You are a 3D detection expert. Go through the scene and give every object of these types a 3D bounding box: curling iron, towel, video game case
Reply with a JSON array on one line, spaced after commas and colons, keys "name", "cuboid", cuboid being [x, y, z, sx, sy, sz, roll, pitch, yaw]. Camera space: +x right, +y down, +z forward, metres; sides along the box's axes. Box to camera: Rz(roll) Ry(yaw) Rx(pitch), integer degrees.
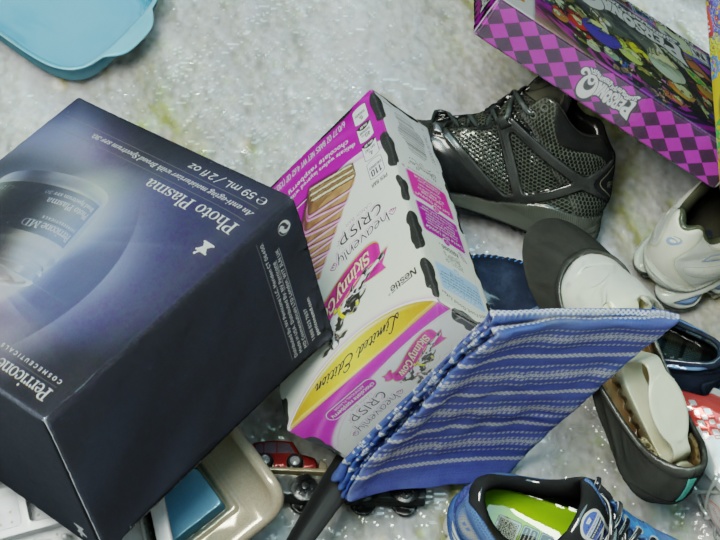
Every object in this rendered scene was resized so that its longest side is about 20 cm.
[{"name": "curling iron", "cuboid": [-0.009, 0.115, 1.047, 0.049, 0.026, 0.201, 5, 50, 28]}, {"name": "towel", "cuboid": [0.084, 0.083, 0.979, 0.143, 0.200, 0.024, -1, 57, -34]}, {"name": "video game case", "cuboid": [0.168, -0.157, 1.134, 0.199, 0.036, 0.182, 31, 27, -12]}]

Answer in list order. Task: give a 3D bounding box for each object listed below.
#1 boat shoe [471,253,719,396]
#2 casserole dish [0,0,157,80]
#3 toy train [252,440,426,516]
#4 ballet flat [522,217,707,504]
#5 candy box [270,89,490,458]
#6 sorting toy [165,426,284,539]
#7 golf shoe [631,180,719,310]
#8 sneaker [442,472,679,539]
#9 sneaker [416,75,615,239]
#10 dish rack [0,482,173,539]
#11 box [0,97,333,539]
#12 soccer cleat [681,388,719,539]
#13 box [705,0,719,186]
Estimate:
[{"name": "boat shoe", "cuboid": [0.158, 0.026, 1.108, 0.198, 0.069, 0.085, 15, 63, 4]}, {"name": "casserole dish", "cuboid": [-0.240, -0.216, 1.223, 0.199, 0.039, 0.121, 34, 67, 14]}, {"name": "toy train", "cuboid": [-0.055, 0.133, 1.061, 0.197, 0.034, 0.046, 2, 61, -3]}, {"name": "ballet flat", "cuboid": [0.169, 0.049, 1.029, 0.067, 0.068, 0.202, -22, 79, -21]}, {"name": "candy box", "cuboid": [0.000, 0.000, 1.045, 0.061, 0.136, 0.201, 29, 31, -37]}, {"name": "sorting toy", "cuboid": [-0.174, 0.134, 1.024, 0.199, 0.037, 0.186, -38, 71, -4]}, {"name": "golf shoe", "cuboid": [0.282, -0.052, 1.141, 0.199, 0.098, 0.078, -37, 69, -21]}, {"name": "sneaker", "cuboid": [0.149, 0.181, 1.019, 0.198, 0.089, 0.079, 17, 64, 5]}, {"name": "sneaker", "cuboid": [0.086, -0.099, 1.136, 0.197, 0.115, 0.076, 17, 25, 5]}, {"name": "dish rack", "cuboid": [-0.186, 0.202, 0.962, 0.170, 0.044, 0.202, -14, 70, -1]}, {"name": "box", "cuboid": [-0.159, 0.024, 0.958, 0.199, 0.124, 0.198, 24, 56, 35]}, {"name": "soccer cleat", "cuboid": [0.245, 0.145, 1.056, 0.199, 0.069, 0.085, 34, 59, 8]}, {"name": "box", "cuboid": [0.336, -0.085, 1.072, 0.191, 0.121, 0.203, 12, 72, -44]}]
